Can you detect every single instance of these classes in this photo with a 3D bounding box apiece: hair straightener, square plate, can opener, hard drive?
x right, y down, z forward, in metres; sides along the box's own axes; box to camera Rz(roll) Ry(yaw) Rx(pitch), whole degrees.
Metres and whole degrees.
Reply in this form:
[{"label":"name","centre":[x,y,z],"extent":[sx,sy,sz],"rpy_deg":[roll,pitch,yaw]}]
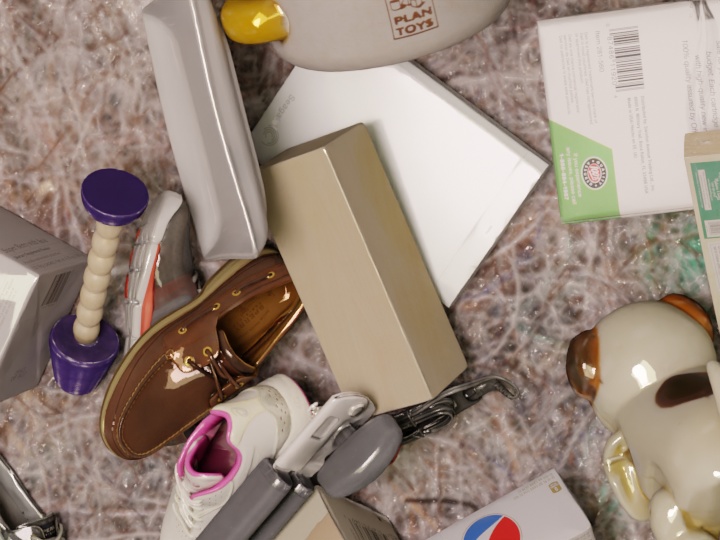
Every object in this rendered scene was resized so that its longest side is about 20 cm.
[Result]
[{"label":"hair straightener","centre":[0.028,0.128,1.657],"extent":[0.199,0.077,0.041],"rpy_deg":[-25,86,16]},{"label":"square plate","centre":[-0.112,-0.107,1.621],"extent":[0.028,0.198,0.202],"rpy_deg":[-15,93,-14]},{"label":"can opener","centre":[-0.055,0.166,1.619],"extent":[0.200,0.052,0.067],"rpy_deg":[-46,54,17]},{"label":"hard drive","centre":[0.026,-0.085,1.659],"extent":[0.199,0.026,0.132],"rpy_deg":[37,104,7]}]

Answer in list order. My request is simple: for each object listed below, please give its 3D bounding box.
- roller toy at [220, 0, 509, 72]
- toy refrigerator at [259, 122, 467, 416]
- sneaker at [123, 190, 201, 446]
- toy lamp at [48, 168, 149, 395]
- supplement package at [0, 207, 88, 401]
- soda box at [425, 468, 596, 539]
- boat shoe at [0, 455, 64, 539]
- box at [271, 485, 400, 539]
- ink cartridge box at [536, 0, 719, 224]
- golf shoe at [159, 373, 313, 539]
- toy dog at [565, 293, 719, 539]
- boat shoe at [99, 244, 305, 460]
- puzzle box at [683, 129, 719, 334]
[{"label":"roller toy","centre":[0.011,-0.222,1.555],"extent":[0.181,0.200,0.141],"rpy_deg":[3,119,35]},{"label":"toy refrigerator","centre":[0.000,0.000,1.633],"extent":[0.075,0.070,0.201],"rpy_deg":[-18,101,34]},{"label":"sneaker","centre":[-0.140,0.039,1.707],"extent":[0.081,0.077,0.202],"rpy_deg":[5,100,-13]},{"label":"toy lamp","centre":[-0.201,0.016,1.678],"extent":[0.058,0.058,0.201],"rpy_deg":[27,134,10]},{"label":"supplement package","centre":[-0.332,0.002,1.714],"extent":[0.199,0.121,0.121],"rpy_deg":[28,102,9]},{"label":"soda box","centre":[0.077,0.230,1.619],"extent":[0.199,0.068,0.064],"rpy_deg":[-29,48,-5]},{"label":"boat shoe","centre":[-0.269,0.217,1.748],"extent":[0.071,0.072,0.200],"rpy_deg":[-44,83,20]},{"label":"box","centre":[-0.058,0.266,1.678],"extent":[0.200,0.095,0.078],"rpy_deg":[-47,46,16]},{"label":"ink cartridge box","centre":[0.235,-0.119,1.570],"extent":[0.198,0.084,0.148],"rpy_deg":[-5,96,15]},{"label":"golf shoe","centre":[-0.115,0.157,1.673],"extent":[0.075,0.091,0.201],"rpy_deg":[49,125,25]},{"label":"toy dog","centre":[0.221,0.109,1.554],"extent":[0.139,0.195,0.201],"rpy_deg":[-30,44,-1]},{"label":"boat shoe","centre":[-0.113,0.062,1.645],"extent":[0.200,0.067,0.072],"rpy_deg":[-46,120,-15]},{"label":"puzzle box","centre":[0.303,-0.024,1.531],"extent":[0.132,0.026,0.201],"rpy_deg":[-4,137,15]}]
